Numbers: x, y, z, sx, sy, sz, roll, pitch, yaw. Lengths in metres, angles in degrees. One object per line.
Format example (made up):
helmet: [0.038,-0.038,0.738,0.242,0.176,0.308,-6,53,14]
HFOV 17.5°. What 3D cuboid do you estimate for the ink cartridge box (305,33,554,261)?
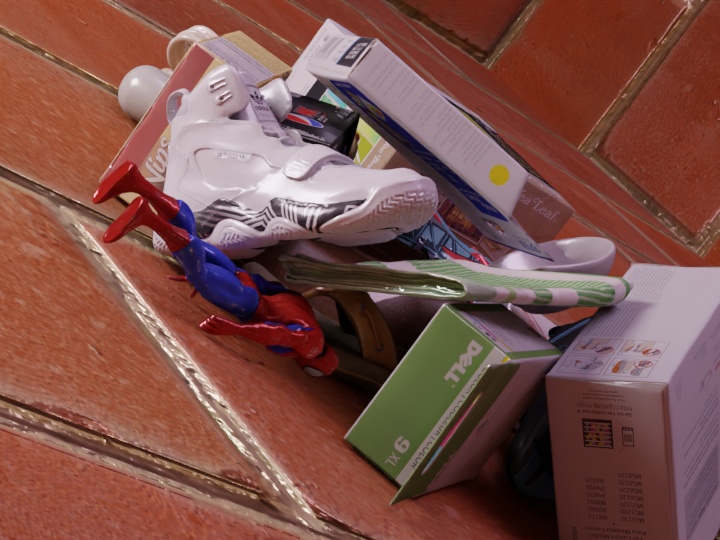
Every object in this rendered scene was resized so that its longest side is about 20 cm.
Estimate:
ink cartridge box: [0.057,-0.094,1.714,0.200,0.047,0.198,39,-2,-12]

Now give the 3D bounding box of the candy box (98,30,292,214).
candy box: [-0.111,-0.103,1.628,0.055,0.116,0.200,35,10,-1]

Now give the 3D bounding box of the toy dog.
toy dog: [-0.077,-0.112,1.801,0.200,0.132,0.096,44,42,-6]

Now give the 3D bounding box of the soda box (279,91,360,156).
soda box: [-0.048,-0.076,1.632,0.063,0.071,0.200,18,11,3]

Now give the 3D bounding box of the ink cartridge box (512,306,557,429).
ink cartridge box: [0.141,0.085,1.790,0.200,0.068,0.117,36,10,-17]

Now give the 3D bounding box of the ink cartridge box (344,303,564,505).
ink cartridge box: [0.053,0.077,1.419,0.059,0.104,0.200,39,11,13]

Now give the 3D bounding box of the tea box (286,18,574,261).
tea box: [0.041,-0.085,2.023,0.200,0.134,0.197,29,12,-37]

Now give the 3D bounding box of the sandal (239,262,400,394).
sandal: [0.002,0.044,1.535,0.200,0.054,0.080,33,11,-23]

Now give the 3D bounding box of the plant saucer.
plant saucer: [0.000,0.000,1.668,0.200,0.037,0.200,23,14,-6]

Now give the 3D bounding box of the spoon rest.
spoon rest: [0.122,0.014,1.679,0.200,0.099,0.061,-51,130,-59]

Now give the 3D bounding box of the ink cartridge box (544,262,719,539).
ink cartridge box: [0.195,0.112,1.541,0.084,0.176,0.200,2,21,23]

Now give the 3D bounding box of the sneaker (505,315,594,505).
sneaker: [0.141,0.099,1.641,0.200,0.082,0.073,-47,124,-49]

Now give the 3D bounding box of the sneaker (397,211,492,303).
sneaker: [0.066,0.007,1.856,0.200,0.079,0.096,30,15,-37]

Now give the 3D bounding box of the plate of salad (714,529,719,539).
plate of salad: [0.227,0.168,1.642,0.200,0.048,0.200,22,28,-13]

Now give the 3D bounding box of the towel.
towel: [0.064,0.006,1.494,0.152,0.023,0.200,6,2,38]

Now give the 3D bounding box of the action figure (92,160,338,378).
action figure: [-0.081,0.011,1.417,0.200,0.052,0.065,36,14,-35]

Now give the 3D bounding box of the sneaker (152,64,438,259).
sneaker: [-0.045,-0.072,1.452,0.199,0.115,0.075,-7,-8,32]
